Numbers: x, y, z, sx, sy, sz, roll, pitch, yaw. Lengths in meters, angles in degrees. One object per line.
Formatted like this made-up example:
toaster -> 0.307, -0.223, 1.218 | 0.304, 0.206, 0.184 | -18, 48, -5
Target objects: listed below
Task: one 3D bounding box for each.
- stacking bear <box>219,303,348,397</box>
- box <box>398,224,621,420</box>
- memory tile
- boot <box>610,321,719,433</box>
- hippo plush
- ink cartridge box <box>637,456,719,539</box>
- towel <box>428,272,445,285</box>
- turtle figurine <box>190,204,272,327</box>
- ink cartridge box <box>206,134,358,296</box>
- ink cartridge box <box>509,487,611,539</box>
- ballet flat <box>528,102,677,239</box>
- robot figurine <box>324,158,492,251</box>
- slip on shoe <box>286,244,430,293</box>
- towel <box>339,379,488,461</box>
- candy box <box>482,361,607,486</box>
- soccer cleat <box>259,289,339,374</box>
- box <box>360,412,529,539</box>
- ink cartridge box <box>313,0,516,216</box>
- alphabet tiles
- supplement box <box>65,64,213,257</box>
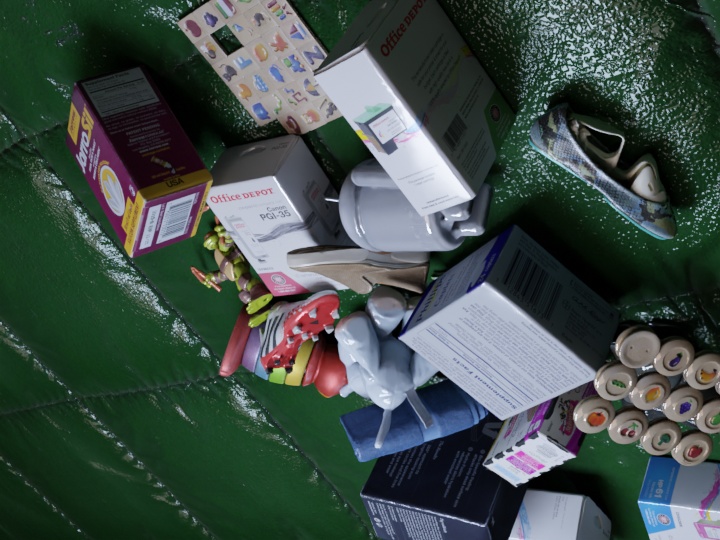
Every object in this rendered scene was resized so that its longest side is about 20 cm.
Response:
stacking bear -> -0.097, 0.129, 1.617 | 0.198, 0.121, 0.115 | 19, 96, 0
box -> 0.182, 0.069, 1.321 | 0.183, 0.105, 0.200 | 39, 144, -11
memory tile -> 0.358, 0.150, 1.254 | 0.198, 0.017, 0.154 | 20, 113, -20
boot -> 0.402, 0.127, 1.319 | 0.198, 0.068, 0.132 | 1, 127, 31
hippo plush -> 0.046, 0.125, 1.508 | 0.161, 0.158, 0.202 | 142, 108, -77
ink cartridge box -> 0.497, 0.339, 1.464 | 0.198, 0.085, 0.145 | -1, 132, 32
towel -> 0.198, 0.061, 1.407 | 0.198, 0.031, 0.150 | -3, 129, 36
turtle figurine -> -0.183, 0.001, 1.551 | 0.162, 0.064, 0.201 | 53, 149, 20
ink cartridge box -> -0.100, -0.068, 1.420 | 0.145, 0.083, 0.201 | -6, 131, 38
ink cartridge box -> 0.267, 0.392, 1.642 | 0.198, 0.088, 0.145 | -1, 152, 31
ballet flat -> 0.274, -0.109, 1.147 | 0.199, 0.075, 0.074 | 33, 142, -7
robot figurine -> 0.056, -0.080, 1.281 | 0.198, 0.114, 0.170 | 0, 152, 34
slip on shoe -> 0.000, 0.000, 1.358 | 0.076, 0.198, 0.061 | 10, 99, 57
towel -> 0.076, 0.212, 1.514 | 0.198, 0.112, 0.049 | -17, 108, -7
candy box -> 0.244, 0.194, 1.405 | 0.061, 0.137, 0.200 | 32, 154, 0
soccer cleat -> -0.091, 0.069, 1.484 | 0.068, 0.086, 0.200 | 1, 148, -30
box -> 0.134, 0.304, 1.577 | 0.198, 0.197, 0.118 | 7, 137, 27
ink cartridge box -> 0.062, -0.185, 1.139 | 0.084, 0.145, 0.200 | -17, 122, 43
alphabet tiles -> -0.109, -0.251, 1.294 | 0.166, 0.008, 0.200 | -17, 122, 43
supplement box -> -0.289, -0.142, 1.388 | 0.201, 0.103, 0.131 | 56, 147, 20
